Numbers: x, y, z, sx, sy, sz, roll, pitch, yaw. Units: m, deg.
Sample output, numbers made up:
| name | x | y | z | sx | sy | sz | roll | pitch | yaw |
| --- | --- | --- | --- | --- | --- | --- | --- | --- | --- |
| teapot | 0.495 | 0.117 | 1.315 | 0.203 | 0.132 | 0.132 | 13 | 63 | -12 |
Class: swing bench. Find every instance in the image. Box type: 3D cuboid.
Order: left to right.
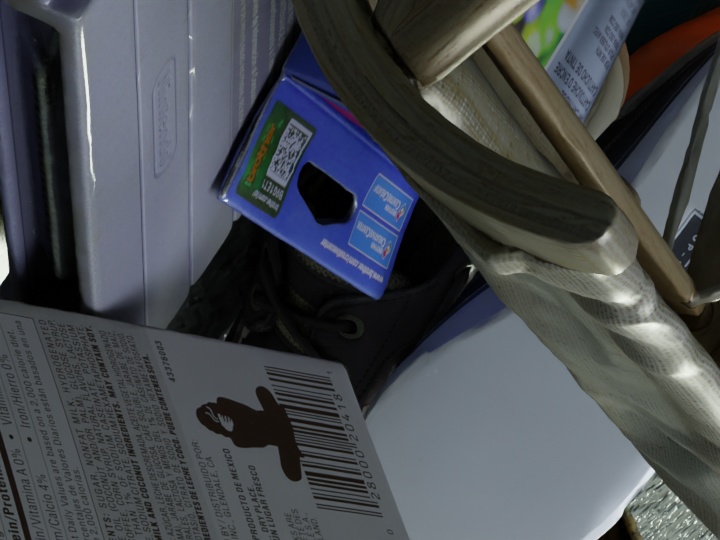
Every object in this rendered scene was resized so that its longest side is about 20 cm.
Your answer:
| name | x | y | z | sx | sy | sz | roll | pitch | yaw |
| --- | --- | --- | --- | --- | --- | --- | --- | --- | --- |
| swing bench | 0.087 | -0.063 | 0.643 | 0.200 | 0.130 | 0.199 | -53 | 147 | -8 |

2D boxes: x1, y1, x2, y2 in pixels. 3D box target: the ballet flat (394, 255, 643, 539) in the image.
| name | x | y | z | sx | sy | sz | roll | pitch | yaw |
| --- | --- | --- | --- | --- | --- | --- | --- | --- | --- |
| ballet flat | 0.051 | 0.068 | 0.884 | 0.071 | 0.200 | 0.071 | -22 | -165 | 6 |

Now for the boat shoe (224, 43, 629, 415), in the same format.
| name | x | y | z | sx | sy | sz | roll | pitch | yaw |
| --- | --- | --- | --- | --- | --- | --- | --- | --- | --- |
| boat shoe | 0.000 | 0.000 | 0.833 | 0.200 | 0.072 | 0.065 | -54 | 153 | 8 |

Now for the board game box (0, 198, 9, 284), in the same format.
| name | x | y | z | sx | sy | sz | roll | pitch | yaw |
| --- | --- | --- | --- | --- | --- | --- | --- | --- | --- |
| board game box | -0.117 | -0.001 | 0.666 | 0.120 | 0.032 | 0.200 | -31 | 154 | -25 |

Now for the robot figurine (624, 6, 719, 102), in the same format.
| name | x | y | z | sx | sy | sz | roll | pitch | yaw |
| --- | --- | --- | --- | --- | --- | --- | --- | --- | --- |
| robot figurine | 0.148 | -0.036 | 0.913 | 0.200 | 0.117 | 0.144 | -27 | 110 | -42 |

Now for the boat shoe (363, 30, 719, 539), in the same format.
| name | x | y | z | sx | sy | sz | roll | pitch | yaw |
| --- | --- | --- | --- | --- | --- | --- | --- | --- | --- |
| boat shoe | 0.063 | 0.008 | 0.802 | 0.200 | 0.072 | 0.068 | -52 | -170 | 7 |

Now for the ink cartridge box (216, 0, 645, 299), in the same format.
| name | x | y | z | sx | sy | sz | roll | pitch | yaw |
| --- | --- | --- | --- | --- | --- | --- | --- | --- | --- |
| ink cartridge box | 0.043 | -0.086 | 0.729 | 0.200 | 0.042 | 0.119 | -61 | 158 | -2 |

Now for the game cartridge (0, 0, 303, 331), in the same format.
| name | x | y | z | sx | sy | sz | roll | pitch | yaw |
| --- | --- | --- | --- | --- | --- | --- | --- | --- | --- |
| game cartridge | -0.038 | -0.064 | 0.636 | 0.200 | 0.038 | 0.130 | 96 | 19 | -62 |

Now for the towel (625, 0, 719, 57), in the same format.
| name | x | y | z | sx | sy | sz | roll | pitch | yaw |
| --- | --- | --- | --- | --- | --- | --- | --- | --- | --- |
| towel | 0.073 | -0.025 | 0.970 | 0.147 | 0.022 | 0.200 | -14 | 140 | -54 |

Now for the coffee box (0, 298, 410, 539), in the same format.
| name | x | y | z | sx | sy | sz | roll | pitch | yaw |
| --- | --- | --- | --- | --- | --- | --- | --- | --- | --- |
| coffee box | -0.097 | 0.066 | 0.636 | 0.200 | 0.080 | 0.114 | 12 | 137 | -44 |
